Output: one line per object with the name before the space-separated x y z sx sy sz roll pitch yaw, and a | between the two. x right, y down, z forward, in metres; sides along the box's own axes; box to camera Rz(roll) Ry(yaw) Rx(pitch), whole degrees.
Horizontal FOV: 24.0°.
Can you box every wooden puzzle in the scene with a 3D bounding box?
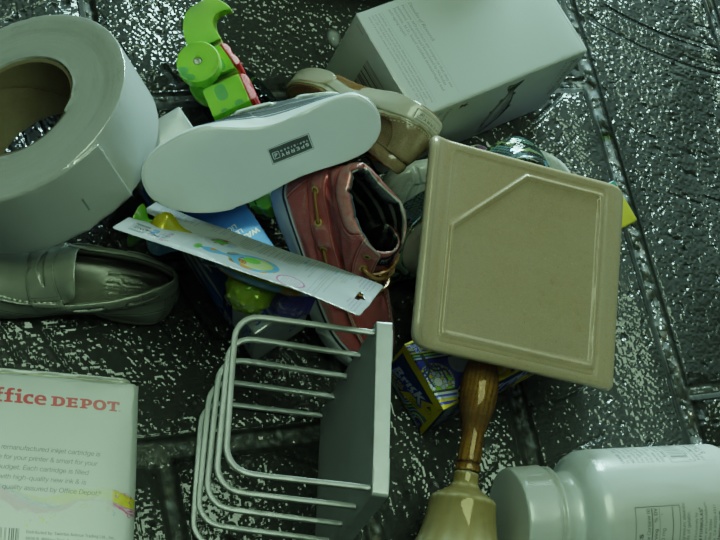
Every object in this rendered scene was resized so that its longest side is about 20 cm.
wooden puzzle | 0.133 -0.004 1.427 0.200 0.037 0.185 15 69 -23

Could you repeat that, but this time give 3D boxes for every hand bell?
hand bell | 0.089 0.156 1.404 0.104 0.104 0.200 12 74 -13

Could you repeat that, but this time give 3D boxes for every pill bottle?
pill bottle | 0.216 0.208 1.439 0.200 0.114 0.115 0 66 -19

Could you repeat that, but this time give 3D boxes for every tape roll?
tape roll | -0.269 -0.113 1.388 0.202 0.071 0.203 -11 51 14

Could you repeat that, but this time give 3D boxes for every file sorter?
file sorter | -0.059 0.135 1.333 0.124 0.200 0.139 8 63 -11

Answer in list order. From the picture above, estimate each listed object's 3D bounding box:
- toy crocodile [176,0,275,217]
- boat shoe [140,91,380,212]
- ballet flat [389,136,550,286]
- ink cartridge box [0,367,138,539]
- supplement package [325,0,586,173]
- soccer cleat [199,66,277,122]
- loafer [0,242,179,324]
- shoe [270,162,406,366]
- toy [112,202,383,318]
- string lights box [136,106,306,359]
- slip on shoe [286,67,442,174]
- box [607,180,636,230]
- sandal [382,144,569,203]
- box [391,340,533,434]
toy crocodile | -0.109 -0.139 1.459 0.062 0.068 0.200 -23 73 1
boat shoe | -0.084 -0.103 1.383 0.200 0.068 0.072 -21 108 -9
ballet flat | 0.087 -0.047 1.505 0.200 0.074 0.074 -40 82 -6
ink cartridge box | -0.251 0.184 1.305 0.145 0.088 0.200 6 66 -17
supplement package | 0.087 -0.194 1.583 0.200 0.117 0.117 -24 75 -26
soccer cleat | -0.076 -0.125 1.514 0.067 0.081 0.200 -34 80 -29
loafer | -0.249 0.004 1.400 0.200 0.070 0.070 4 65 -18
shoe | 0.000 0.000 1.427 0.071 0.091 0.200 -40 116 -39
toy | -0.090 0.004 1.327 0.200 0.115 0.047 23 105 5
string lights box | -0.121 -0.030 1.436 0.059 0.103 0.200 -32 79 -12
slip on shoe | -0.009 -0.129 1.496 0.076 0.200 0.061 37 80 -41
box | 0.137 -0.007 1.511 0.200 0.117 0.048 -27 83 -28
sandal | 0.107 -0.083 1.573 0.202 0.083 0.050 1 23 -26
box | 0.125 0.066 1.504 0.200 0.064 0.070 -24 76 -28
